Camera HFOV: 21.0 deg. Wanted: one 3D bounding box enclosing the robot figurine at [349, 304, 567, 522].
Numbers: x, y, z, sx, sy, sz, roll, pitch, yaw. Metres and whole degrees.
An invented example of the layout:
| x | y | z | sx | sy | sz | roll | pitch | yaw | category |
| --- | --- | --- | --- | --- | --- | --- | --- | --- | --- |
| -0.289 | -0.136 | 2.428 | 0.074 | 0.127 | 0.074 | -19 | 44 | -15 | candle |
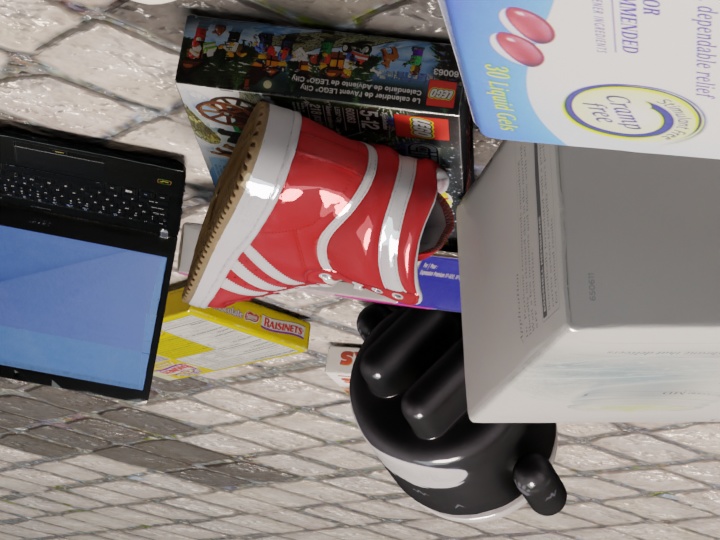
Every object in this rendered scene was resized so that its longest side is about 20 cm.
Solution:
| x | y | z | sx | sy | sz | roll | pitch | yaw | category |
| --- | --- | --- | --- | --- | --- | --- | --- | --- | --- |
| 0.066 | 0.092 | 1.303 | 0.124 | 0.151 | 0.200 | -10 | 152 | 12 | robot figurine |

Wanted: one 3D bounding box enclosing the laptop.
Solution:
| x | y | z | sx | sy | sz | roll | pitch | yaw | category |
| --- | --- | --- | --- | --- | --- | --- | --- | --- | --- |
| -0.204 | -0.005 | 1.182 | 0.177 | 0.104 | 0.200 | 10 | 163 | -5 | laptop |

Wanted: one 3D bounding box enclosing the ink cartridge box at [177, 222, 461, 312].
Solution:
| x | y | z | sx | sy | sz | roll | pitch | yaw | category |
| --- | --- | --- | --- | --- | --- | --- | --- | --- | --- |
| 0.000 | 0.000 | 1.134 | 0.200 | 0.037 | 0.095 | 5 | 178 | 31 | ink cartridge box |

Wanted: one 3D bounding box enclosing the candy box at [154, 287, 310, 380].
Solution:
| x | y | z | sx | sy | sz | roll | pitch | yaw | category |
| --- | --- | --- | --- | --- | --- | --- | --- | --- | --- |
| -0.133 | 0.048 | 1.440 | 0.102 | 0.026 | 0.200 | 18 | 161 | -32 | candy box |

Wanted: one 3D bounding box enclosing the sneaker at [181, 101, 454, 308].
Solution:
| x | y | z | sx | sy | sz | roll | pitch | yaw | category |
| --- | --- | --- | --- | --- | --- | --- | --- | --- | --- |
| -0.022 | -0.015 | 0.978 | 0.112 | 0.071 | 0.200 | 16 | 160 | -9 | sneaker |

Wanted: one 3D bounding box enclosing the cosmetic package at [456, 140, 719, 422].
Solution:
| x | y | z | sx | sy | sz | roll | pitch | yaw | category |
| --- | --- | --- | --- | --- | --- | --- | --- | --- | --- |
| 0.162 | -0.004 | 0.904 | 0.199 | 0.123 | 0.200 | 0 | 166 | -9 | cosmetic package |

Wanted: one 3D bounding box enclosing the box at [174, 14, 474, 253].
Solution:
| x | y | z | sx | sy | sz | roll | pitch | yaw | category |
| --- | --- | --- | --- | --- | --- | --- | --- | --- | --- |
| -0.012 | -0.065 | 0.998 | 0.136 | 0.038 | 0.200 | 8 | 163 | 7 | box |

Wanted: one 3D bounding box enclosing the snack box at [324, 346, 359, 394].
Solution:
| x | y | z | sx | sy | sz | roll | pitch | yaw | category |
| --- | --- | --- | --- | --- | --- | --- | --- | --- | --- |
| 0.078 | 0.082 | 1.438 | 0.199 | 0.024 | 0.072 | 3 | 160 | 20 | snack box |

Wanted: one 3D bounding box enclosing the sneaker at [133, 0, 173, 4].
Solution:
| x | y | z | sx | sy | sz | roll | pitch | yaw | category |
| --- | --- | --- | --- | --- | --- | --- | --- | --- | --- |
| -0.083 | -0.142 | 0.740 | 0.072 | 0.073 | 0.200 | 9 | 164 | -6 | sneaker |

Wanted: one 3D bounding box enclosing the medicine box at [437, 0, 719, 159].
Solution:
| x | y | z | sx | sy | sz | roll | pitch | yaw | category |
| --- | --- | --- | --- | --- | --- | --- | --- | --- | --- |
| 0.133 | -0.115 | 0.655 | 0.199 | 0.103 | 0.182 | 7 | 163 | 12 | medicine box |
